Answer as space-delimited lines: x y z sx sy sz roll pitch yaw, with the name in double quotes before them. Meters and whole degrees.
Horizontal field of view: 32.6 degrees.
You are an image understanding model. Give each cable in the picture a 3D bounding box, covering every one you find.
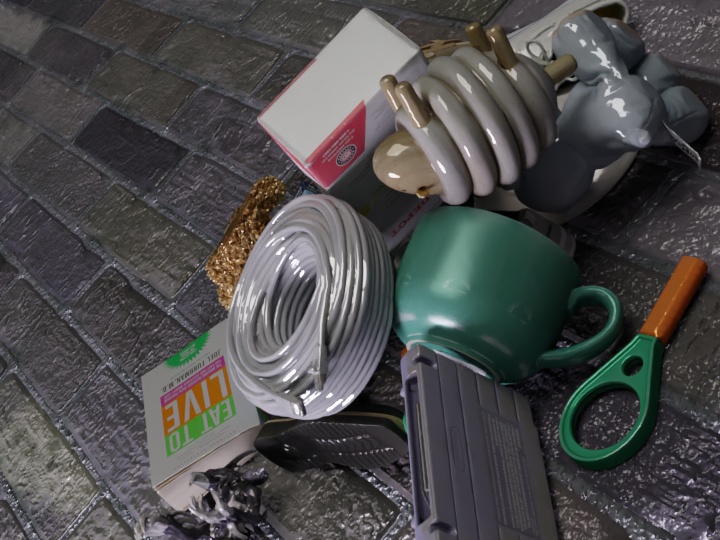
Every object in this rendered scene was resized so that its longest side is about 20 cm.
"cable" -0.046 0.032 1.097 0.200 0.069 0.200 2 74 58

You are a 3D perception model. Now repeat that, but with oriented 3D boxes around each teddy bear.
"teddy bear" -0.115 -0.025 1.306 0.145 0.067 0.200 -67 11 -23

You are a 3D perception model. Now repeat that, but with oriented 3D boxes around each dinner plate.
"dinner plate" 0.194 -0.123 1.247 0.200 0.024 0.200 -28 37 23

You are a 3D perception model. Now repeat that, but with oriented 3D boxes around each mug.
"mug" 0.111 0.032 1.055 0.185 0.152 0.115 1 60 51

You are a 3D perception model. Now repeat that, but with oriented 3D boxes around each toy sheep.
"toy sheep" 0.099 -0.131 1.041 0.200 0.138 0.138 -31 34 -3

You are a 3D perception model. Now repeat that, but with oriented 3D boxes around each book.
"book" -0.167 0.148 1.333 0.134 0.048 0.200 -35 33 8

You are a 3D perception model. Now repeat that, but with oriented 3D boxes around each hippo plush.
"hippo plush" 0.217 -0.119 1.133 0.161 0.159 0.200 -46 47 32

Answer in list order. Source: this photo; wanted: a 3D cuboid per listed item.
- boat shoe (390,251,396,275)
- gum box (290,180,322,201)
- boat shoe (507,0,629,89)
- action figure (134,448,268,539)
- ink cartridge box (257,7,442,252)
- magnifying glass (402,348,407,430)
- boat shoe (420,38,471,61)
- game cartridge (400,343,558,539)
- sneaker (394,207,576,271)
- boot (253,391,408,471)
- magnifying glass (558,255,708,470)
"boat shoe" 0.000 0.000 1.280 0.068 0.072 0.200 -35 32 13
"gum box" -0.074 0.018 1.289 0.170 0.044 0.200 -59 21 16
"boat shoe" 0.200 -0.220 1.285 0.202 0.075 0.086 -34 22 -5
"action figure" -0.145 0.246 1.149 0.119 0.102 0.200 -38 34 36
"ink cartridge box" 0.015 -0.124 1.154 0.145 0.200 0.083 -47 58 -2
"magnifying glass" 0.063 0.124 1.080 0.022 0.080 0.200 -42 23 11
"boat shoe" 0.093 -0.225 1.337 0.200 0.065 0.071 -24 -31 -55
"game cartridge" 0.093 0.160 0.963 0.038 0.130 0.200 -42 31 30
"sneaker" 0.107 -0.030 1.188 0.200 0.082 0.075 -11 47 40
"boot" -0.010 0.112 1.165 0.200 0.077 0.138 -10 42 47
"magnifying glass" 0.228 0.073 1.006 0.080 0.022 0.200 13 63 52
